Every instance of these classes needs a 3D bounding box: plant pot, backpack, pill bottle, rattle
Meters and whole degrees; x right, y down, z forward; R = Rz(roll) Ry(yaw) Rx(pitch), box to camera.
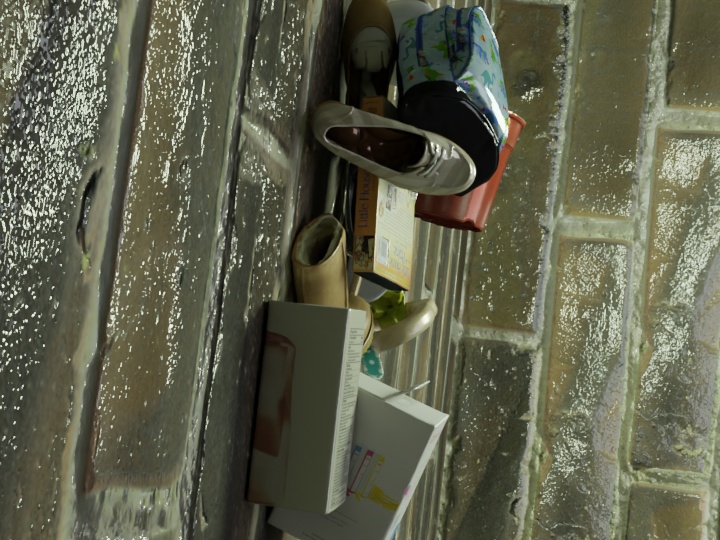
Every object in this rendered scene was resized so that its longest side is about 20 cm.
[{"bbox_3d":[0.161,-0.176,2.037,0.201,0.199,0.197,27,77,-80],"label":"plant pot"},{"bbox_3d":[0.105,-0.219,1.414,0.163,0.153,0.201,50,14,-40],"label":"backpack"},{"bbox_3d":[0.073,-0.304,1.628,0.200,0.111,0.114,-38,133,-77],"label":"pill bottle"},{"bbox_3d":[0.011,0.055,1.610,0.200,0.129,0.144,-31,119,-45],"label":"rattle"}]

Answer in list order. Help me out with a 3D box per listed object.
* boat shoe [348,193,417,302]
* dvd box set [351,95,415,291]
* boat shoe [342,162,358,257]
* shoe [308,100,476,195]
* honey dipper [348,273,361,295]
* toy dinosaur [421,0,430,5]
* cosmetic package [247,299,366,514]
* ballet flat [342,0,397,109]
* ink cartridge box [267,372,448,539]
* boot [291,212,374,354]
[{"bbox_3d":[0.029,-0.047,1.629,0.070,0.070,0.202,117,-11,-75],"label":"boat shoe"},{"bbox_3d":[0.031,-0.085,1.395,0.146,0.029,0.202,24,68,-69],"label":"dvd box set"},{"bbox_3d":[0.018,-0.116,1.508,0.063,0.072,0.202,127,-25,-81],"label":"boat shoe"},{"bbox_3d":[0.038,-0.125,1.296,0.053,0.198,0.070,-127,-123,-68],"label":"shoe"},{"bbox_3d":[0.000,0.000,1.560,0.038,0.038,0.202,61,42,-73],"label":"honey dipper"},{"bbox_3d":[0.066,-0.462,1.680,0.102,0.076,0.202,-171,-99,-88],"label":"toy dinosaur"},{"bbox_3d":[-0.053,0.134,1.212,0.103,0.086,0.202,23,74,-78],"label":"cosmetic package"},{"bbox_3d":[0.013,-0.227,1.428,0.063,0.068,0.202,-120,-151,-65],"label":"ballet flat"},{"bbox_3d":[0.006,0.203,1.316,0.201,0.124,0.129,-66,171,2],"label":"ink cartridge box"},{"bbox_3d":[-0.028,0.022,1.365,0.176,0.065,0.201,-73,164,-51],"label":"boot"}]
